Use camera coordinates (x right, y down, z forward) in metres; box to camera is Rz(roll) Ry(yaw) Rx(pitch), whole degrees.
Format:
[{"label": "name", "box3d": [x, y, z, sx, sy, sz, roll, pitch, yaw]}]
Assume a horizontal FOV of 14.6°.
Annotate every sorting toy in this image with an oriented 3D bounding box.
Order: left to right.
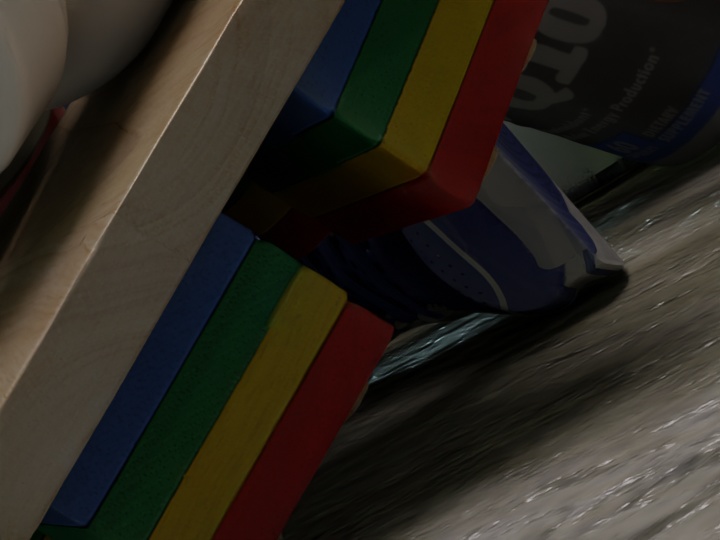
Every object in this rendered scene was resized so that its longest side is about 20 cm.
[{"label": "sorting toy", "box3d": [-0.031, -0.013, 0.646, 0.199, 0.070, 0.200, -60, 12, -12]}]

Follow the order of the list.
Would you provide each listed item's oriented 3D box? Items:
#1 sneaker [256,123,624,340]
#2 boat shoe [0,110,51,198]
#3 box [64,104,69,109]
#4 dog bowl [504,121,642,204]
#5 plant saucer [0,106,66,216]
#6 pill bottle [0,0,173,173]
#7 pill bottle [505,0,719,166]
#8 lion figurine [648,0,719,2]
[{"label": "sneaker", "box3d": [0.000, 0.000, 0.811, 0.115, 0.081, 0.199, -43, 11, 0]}, {"label": "boat shoe", "box3d": [-0.120, -0.047, 0.711, 0.072, 0.065, 0.200, 10, 44, 4]}, {"label": "box", "box3d": [-0.147, -0.132, 1.047, 0.200, 0.198, 0.123, -18, 41, 57]}, {"label": "dog bowl", "box3d": [0.041, -0.052, 1.110, 0.200, 0.074, 0.200, -29, 3, 2]}, {"label": "plant saucer", "box3d": [-0.186, -0.016, 0.841, 0.200, 0.200, 0.037, -38, 49, -10]}, {"label": "pill bottle", "box3d": [-0.084, -0.107, 0.658, 0.112, 0.112, 0.200, -26, 29, 35]}, {"label": "pill bottle", "box3d": [0.034, -0.113, 0.932, 0.200, 0.114, 0.114, 16, -15, -22]}, {"label": "lion figurine", "box3d": [0.095, -0.097, 0.792, 0.122, 0.073, 0.200, 12, 11, -22]}]
